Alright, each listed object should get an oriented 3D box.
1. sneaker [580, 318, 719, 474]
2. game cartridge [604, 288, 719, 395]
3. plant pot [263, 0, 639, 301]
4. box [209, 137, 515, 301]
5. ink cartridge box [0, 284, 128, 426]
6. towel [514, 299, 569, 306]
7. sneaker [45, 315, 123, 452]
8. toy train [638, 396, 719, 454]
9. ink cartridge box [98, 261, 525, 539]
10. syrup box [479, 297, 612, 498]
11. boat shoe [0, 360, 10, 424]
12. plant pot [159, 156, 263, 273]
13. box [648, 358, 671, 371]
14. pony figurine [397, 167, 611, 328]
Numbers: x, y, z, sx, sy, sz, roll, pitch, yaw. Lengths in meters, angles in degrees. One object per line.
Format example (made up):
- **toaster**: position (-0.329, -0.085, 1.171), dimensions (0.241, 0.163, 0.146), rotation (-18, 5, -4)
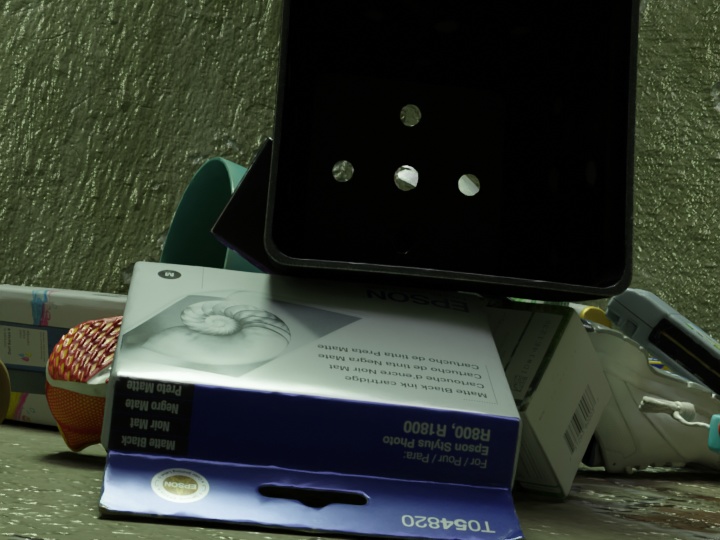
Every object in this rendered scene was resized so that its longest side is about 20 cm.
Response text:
- **sneaker**: position (0.188, 0.102, 1.073), dimensions (0.199, 0.088, 0.074), rotation (28, -8, -29)
- **game cartridge**: position (0.277, 0.082, 1.188), dimensions (0.199, 0.041, 0.133), rotation (39, 4, 13)
- **plant pot**: position (0.042, -0.075, 0.918), dimensions (0.197, 0.203, 0.177), rotation (5, -13, -7)
- **box**: position (0.000, 0.000, 1.072), dimensions (0.199, 0.079, 0.141), rotation (34, 0, -2)
- **ink cartridge box**: position (-0.184, 0.057, 1.052), dimensions (0.198, 0.089, 0.145), rotation (7, 0, 17)
- **towel**: position (0.112, 0.027, 1.061), dimensions (0.023, 0.154, 0.200), rotation (15, -22, -2)
- **sneaker**: position (-0.077, 0.060, 0.889), dimensions (0.197, 0.078, 0.073), rotation (-3, 43, -4)
- **toy train**: position (0.279, 0.123, 0.999), dimensions (0.198, 0.056, 0.150), rotation (9, -3, -27)
- **ink cartridge box**: position (-0.024, 0.058, 0.768), dimensions (0.197, 0.041, 0.200), rotation (6, 23, -7)
- **syrup box**: position (0.039, 0.067, 0.935), dimensions (0.198, 0.079, 0.082), rotation (5, -41, 35)
- **boat shoe**: position (-0.280, 0.052, 0.812), dimensions (0.197, 0.075, 0.069), rotation (5, 6, -8)
- **plant pot**: position (-0.075, 0.021, 1.348), dimensions (0.159, 0.203, 0.200), rotation (14, -4, -22)
- **box**: position (0.226, 0.108, 1.327), dimensions (0.197, 0.071, 0.064), rotation (6, -3, 0)
- **pony figurine**: position (0.096, -0.002, 1.280), dimensions (0.192, 0.168, 0.200), rotation (37, -21, -16)
